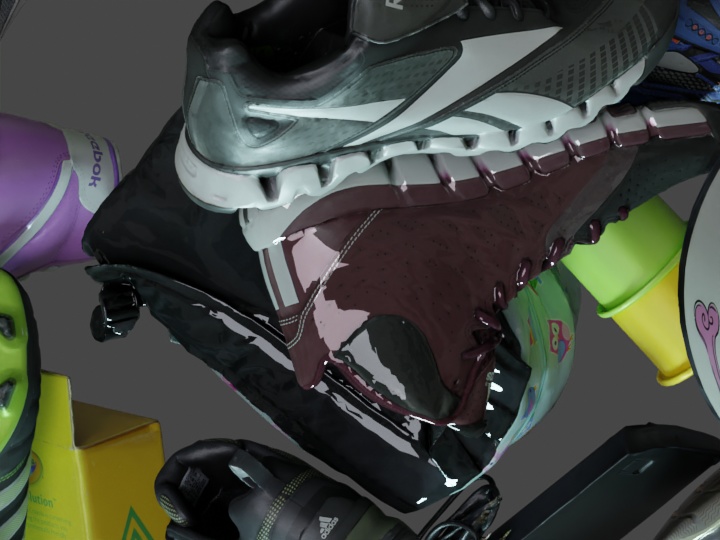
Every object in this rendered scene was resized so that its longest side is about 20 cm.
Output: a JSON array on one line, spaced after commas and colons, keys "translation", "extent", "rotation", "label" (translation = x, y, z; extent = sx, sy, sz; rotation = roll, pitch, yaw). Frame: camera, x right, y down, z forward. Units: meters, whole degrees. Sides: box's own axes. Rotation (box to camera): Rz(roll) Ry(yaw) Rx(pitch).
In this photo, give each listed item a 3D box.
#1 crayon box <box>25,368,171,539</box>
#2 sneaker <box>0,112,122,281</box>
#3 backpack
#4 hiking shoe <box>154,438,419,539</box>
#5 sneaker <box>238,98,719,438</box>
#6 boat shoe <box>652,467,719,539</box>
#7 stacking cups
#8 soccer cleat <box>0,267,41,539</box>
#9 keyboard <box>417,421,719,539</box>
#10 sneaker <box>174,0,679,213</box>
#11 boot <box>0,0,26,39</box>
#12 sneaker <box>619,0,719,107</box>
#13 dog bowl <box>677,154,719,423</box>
[{"translation": [-0.141, 0.131, 1.300], "extent": [0.127, 0.051, 0.201], "rotation": [11, 112, 47], "label": "crayon box"}, {"translation": [-0.179, -0.003, 1.281], "extent": [0.200, 0.114, 0.073], "rotation": [-37, 60, 44], "label": "sneaker"}, {"translation": [0.000, 0.000, 1.191], "extent": [0.200, 0.127, 0.167], "rotation": [42, 124, 5], "label": "backpack"}, {"translation": [-0.045, 0.111, 1.225], "extent": [0.101, 0.076, 0.200], "rotation": [44, 158, -7], "label": "hiking shoe"}, {"translation": [0.058, 0.003, 1.087], "extent": [0.199, 0.076, 0.116], "rotation": [-11, 88, -7], "label": "sneaker"}, {"translation": [0.204, 0.095, 1.165], "extent": [0.200, 0.074, 0.073], "rotation": [-35, 90, 28], "label": "boat shoe"}, {"translation": [0.082, -0.044, 1.166], "extent": [0.060, 0.061, 0.200], "rotation": [-40, 96, 26], "label": "stacking cups"}, {"translation": [-0.175, 0.096, 1.238], "extent": [0.067, 0.081, 0.201], "rotation": [6, 94, 5], "label": "soccer cleat"}, {"translation": [0.059, 0.118, 1.225], "extent": [0.200, 0.104, 0.040], "rotation": [-42, 60, 25], "label": "keyboard"}, {"translation": [0.024, -0.086, 1.020], "extent": [0.199, 0.067, 0.091], "rotation": [-17, 139, -8], "label": "sneaker"}, {"translation": [-0.213, -0.086, 1.271], "extent": [0.073, 0.090, 0.201], "rotation": [30, 114, 11], "label": "boot"}, {"translation": [0.107, -0.099, 1.123], "extent": [0.199, 0.075, 0.079], "rotation": [18, 126, -8], "label": "sneaker"}, {"translation": [0.225, 0.013, 1.062], "extent": [0.199, 0.074, 0.201], "rotation": [-1, 107, -4], "label": "dog bowl"}]
